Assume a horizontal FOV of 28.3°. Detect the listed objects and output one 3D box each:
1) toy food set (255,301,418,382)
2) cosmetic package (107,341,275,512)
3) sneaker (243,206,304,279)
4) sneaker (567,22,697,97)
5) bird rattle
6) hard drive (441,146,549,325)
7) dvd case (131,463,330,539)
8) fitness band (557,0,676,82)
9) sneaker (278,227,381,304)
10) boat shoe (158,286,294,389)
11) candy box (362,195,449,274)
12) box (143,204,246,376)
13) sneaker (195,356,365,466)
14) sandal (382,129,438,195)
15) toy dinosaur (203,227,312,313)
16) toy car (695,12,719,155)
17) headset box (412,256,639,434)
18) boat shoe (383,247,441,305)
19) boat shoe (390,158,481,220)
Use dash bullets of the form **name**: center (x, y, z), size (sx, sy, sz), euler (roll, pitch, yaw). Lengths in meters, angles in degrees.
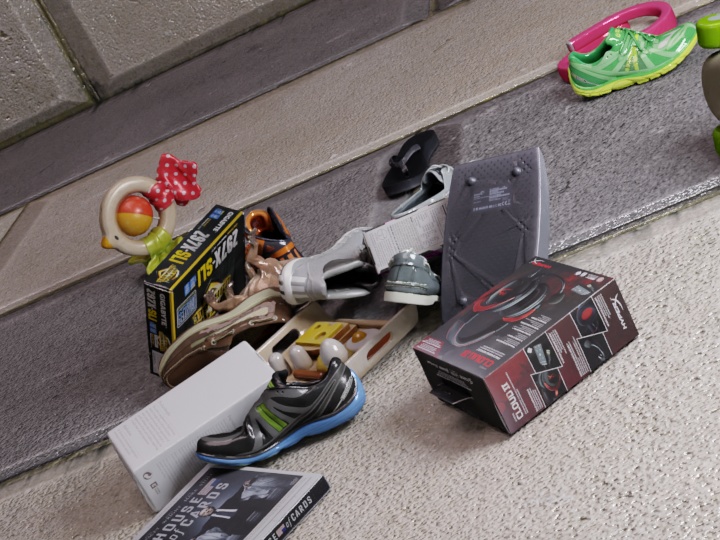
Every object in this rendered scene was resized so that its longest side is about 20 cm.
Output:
- **toy food set**: center (-0.040, 0.084, 1.731), size (0.199, 0.061, 0.143), euler (1, 36, 50)
- **cosmetic package**: center (-0.184, 0.179, 1.661), size (0.199, 0.074, 0.102), euler (-32, 34, -12)
- **sneaker**: center (-0.136, -0.042, 2.059), size (0.077, 0.112, 0.200), euler (-36, 23, -20)
- **sneaker**: center (0.392, -0.315, 2.067), size (0.199, 0.084, 0.074), euler (-20, 22, 19)
- **bird rattle**: center (-0.341, -0.091, 2.314), size (0.162, 0.201, 0.112), euler (6, 8, -32)
- **hard drive**: center (0.158, -0.034, 1.648), size (0.134, 0.042, 0.201), euler (-11, 65, 39)
- **dvd case**: center (-0.144, 0.264, 1.508), size (0.199, 0.025, 0.150), euler (-3, 32, 46)
- **fitness band**: center (0.395, -0.356, 2.219), size (0.199, 0.038, 0.144), euler (-32, 22, -5)
- **sneaker**: center (0.000, 0.000, 1.837), size (0.115, 0.075, 0.200), euler (4, 24, 44)
- **boat shoe**: center (-0.174, 0.100, 1.849), size (0.202, 0.075, 0.075), euler (-35, 43, 10)
- **candy box**: center (0.116, -0.060, 1.798), size (0.199, 0.061, 0.136), euler (-22, -3, 15)
- **box**: center (-0.222, 0.029, 1.947), size (0.049, 0.160, 0.200), euler (16, 39, 19)
- **sneaker**: center (-0.094, 0.157, 1.593), size (0.199, 0.083, 0.071), euler (-26, 7, 1)
- **sandal**: center (0.071, -0.170, 2.189), size (0.076, 0.043, 0.200), euler (-20, 23, 20)
- **toy dinosaur**: center (-0.121, 0.038, 1.922), size (0.200, 0.135, 0.086), euler (-53, -13, -2)
- **toy car**: center (0.508, -0.226, 1.650), size (0.199, 0.165, 0.158), euler (-17, 21, -4)
- **headset box**: center (0.161, 0.079, 1.477), size (0.200, 0.075, 0.148), euler (-35, 23, -17)
- **boat shoe**: center (0.068, 0.005, 1.691), size (0.072, 0.062, 0.200), euler (5, 3, 10)
- **boat shoe**: center (0.114, -0.107, 1.956), size (0.070, 0.072, 0.201), euler (-2, 34, 48)
